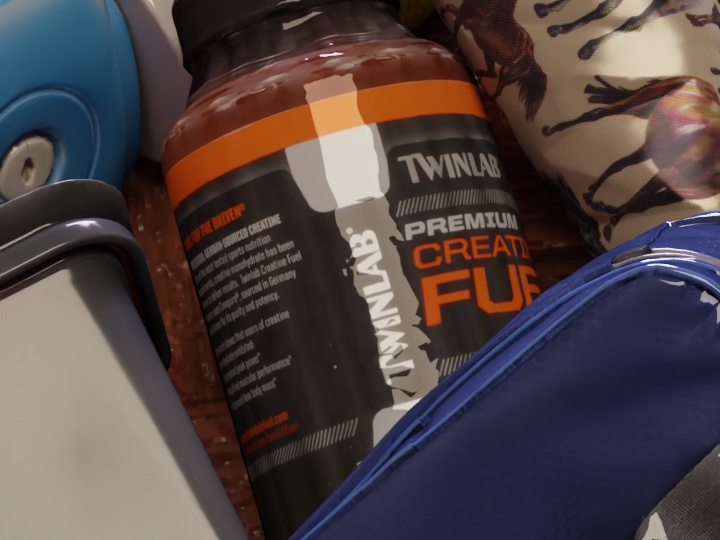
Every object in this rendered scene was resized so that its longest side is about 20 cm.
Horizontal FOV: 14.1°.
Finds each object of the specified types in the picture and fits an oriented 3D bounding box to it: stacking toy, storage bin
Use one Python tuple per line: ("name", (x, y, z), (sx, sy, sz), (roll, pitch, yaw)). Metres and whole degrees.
("stacking toy", (-0.180, -0.074, 1.002), (0.200, 0.116, 0.110), (30, 49, 32))
("storage bin", (-0.122, 0.084, 0.843), (0.200, 0.146, 0.134), (-29, 63, -12))

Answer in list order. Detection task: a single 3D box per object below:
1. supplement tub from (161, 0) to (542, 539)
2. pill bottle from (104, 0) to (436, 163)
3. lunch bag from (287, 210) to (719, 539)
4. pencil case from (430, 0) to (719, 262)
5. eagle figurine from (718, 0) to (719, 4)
("supplement tub", (0.000, 0.000, 0.910), (0.107, 0.107, 0.200), (-14, 80, -14))
("pill bottle", (-0.017, -0.129, 1.034), (0.114, 0.114, 0.200), (40, 61, 21))
("lunch bag", (0.059, 0.087, 0.763), (0.200, 0.132, 0.136), (-44, 84, 15))
("pencil case", (0.072, -0.087, 0.905), (0.089, 0.078, 0.200), (-32, 81, 11))
("eagle figurine", (0.159, -0.116, 0.967), (0.200, 0.151, 0.152), (41, 72, 3))
